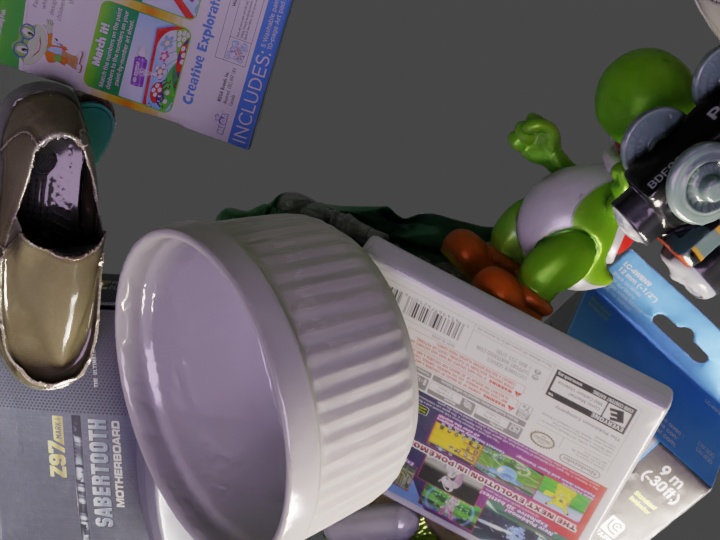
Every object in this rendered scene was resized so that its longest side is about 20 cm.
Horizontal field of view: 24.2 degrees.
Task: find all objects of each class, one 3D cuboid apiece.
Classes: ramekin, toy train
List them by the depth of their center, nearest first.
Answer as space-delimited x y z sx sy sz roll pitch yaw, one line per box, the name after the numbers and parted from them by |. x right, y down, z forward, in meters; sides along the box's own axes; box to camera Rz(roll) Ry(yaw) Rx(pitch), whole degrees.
0.233 -0.072 0.928 0.200 0.085 0.114 -43 120 3 | toy train
-0.052 0.061 0.983 0.104 0.200 0.202 -16 122 -32 | ramekin

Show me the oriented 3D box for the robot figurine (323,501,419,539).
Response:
0.016 0.237 1.105 0.198 0.113 0.172 -5 96 31 | robot figurine

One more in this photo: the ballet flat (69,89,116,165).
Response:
-0.240 -0.047 1.086 0.200 0.064 0.076 -48 132 2 | ballet flat

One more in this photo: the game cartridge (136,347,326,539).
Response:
-0.086 0.125 1.133 0.132 0.040 0.202 -18 121 -32 | game cartridge

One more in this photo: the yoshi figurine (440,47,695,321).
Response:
0.136 -0.060 1.010 0.200 0.112 0.113 -41 79 4 | yoshi figurine

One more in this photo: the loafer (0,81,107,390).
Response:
-0.196 -0.012 1.041 0.074 0.070 0.202 -8 114 -19 | loafer

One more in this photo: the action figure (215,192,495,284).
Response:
0.000 0.000 1.089 0.198 0.055 0.119 19 105 -5 | action figure

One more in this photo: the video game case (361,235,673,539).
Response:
0.068 0.090 1.025 0.198 0.023 0.183 27 133 7 | video game case

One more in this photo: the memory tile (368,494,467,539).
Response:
0.046 0.112 1.087 0.198 0.017 0.155 12 124 16 | memory tile

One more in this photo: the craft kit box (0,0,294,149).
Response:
-0.131 -0.197 1.017 0.195 0.049 0.202 18 117 -4 | craft kit box

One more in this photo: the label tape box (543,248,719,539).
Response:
0.158 0.106 1.114 0.143 0.066 0.200 41 116 -11 | label tape box

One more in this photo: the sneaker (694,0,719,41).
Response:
0.213 -0.189 0.951 0.074 0.082 0.201 -20 115 17 | sneaker

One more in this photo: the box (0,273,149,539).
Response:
-0.179 0.100 1.164 0.156 0.051 0.202 4 115 6 | box
